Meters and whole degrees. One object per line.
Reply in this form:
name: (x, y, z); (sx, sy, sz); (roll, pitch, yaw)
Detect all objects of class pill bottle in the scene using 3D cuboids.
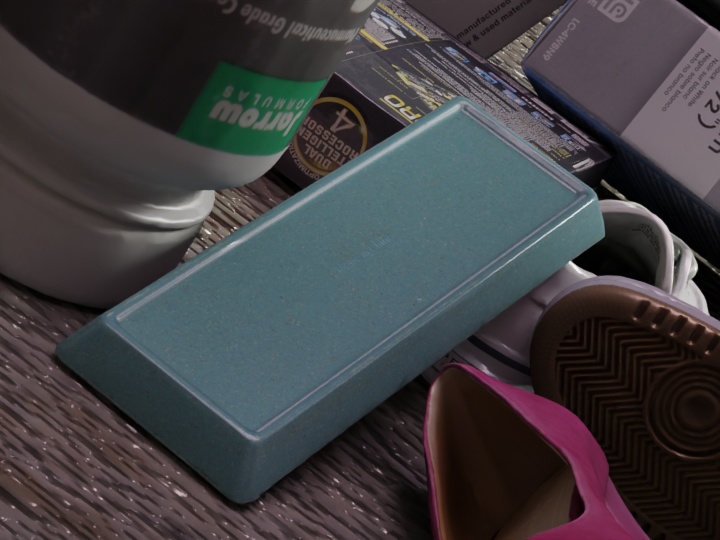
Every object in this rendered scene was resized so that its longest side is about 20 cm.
pill bottle: (-0.048, -0.095, 0.767); (0.113, 0.200, 0.113); (28, 21, -12)

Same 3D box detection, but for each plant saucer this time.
plant saucer: (0.000, 0.000, 0.794); (0.070, 0.019, 0.200); (38, 38, 16)

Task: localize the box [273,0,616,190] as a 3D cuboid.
box: (-0.011, -0.077, 1.032); (0.200, 0.049, 0.161); (37, 16, 11)

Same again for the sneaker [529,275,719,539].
sneaker: (0.138, 0.057, 0.893); (0.200, 0.070, 0.109); (36, 22, -11)

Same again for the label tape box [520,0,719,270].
label tape box: (0.170, -0.030, 1.114); (0.200, 0.066, 0.143); (37, -2, 20)

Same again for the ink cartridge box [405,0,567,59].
ink cartridge box: (0.006, -0.192, 1.195); (0.200, 0.083, 0.146); (52, 15, -11)

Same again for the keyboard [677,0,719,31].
keyboard: (0.141, -0.115, 1.146); (0.200, 0.021, 0.127); (45, 10, 32)

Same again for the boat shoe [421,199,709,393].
boat shoe: (0.089, 0.011, 0.940); (0.074, 0.067, 0.200); (38, 19, 15)

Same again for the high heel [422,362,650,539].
high heel: (0.033, 0.065, 0.695); (0.096, 0.067, 0.200); (46, 15, 9)
